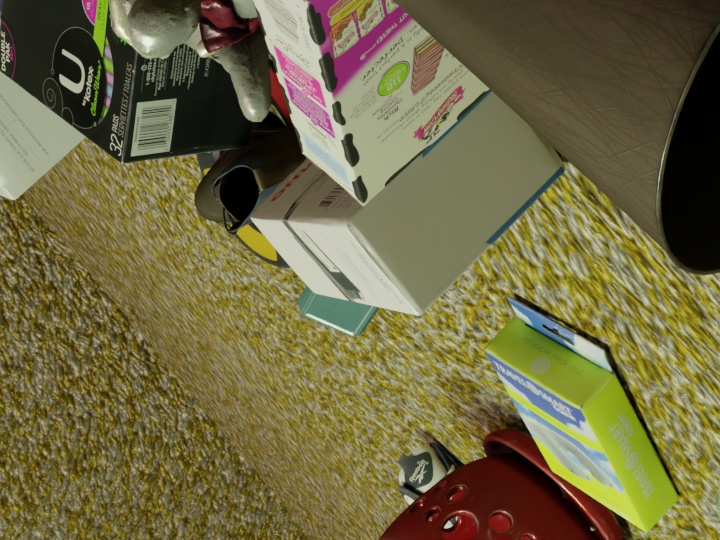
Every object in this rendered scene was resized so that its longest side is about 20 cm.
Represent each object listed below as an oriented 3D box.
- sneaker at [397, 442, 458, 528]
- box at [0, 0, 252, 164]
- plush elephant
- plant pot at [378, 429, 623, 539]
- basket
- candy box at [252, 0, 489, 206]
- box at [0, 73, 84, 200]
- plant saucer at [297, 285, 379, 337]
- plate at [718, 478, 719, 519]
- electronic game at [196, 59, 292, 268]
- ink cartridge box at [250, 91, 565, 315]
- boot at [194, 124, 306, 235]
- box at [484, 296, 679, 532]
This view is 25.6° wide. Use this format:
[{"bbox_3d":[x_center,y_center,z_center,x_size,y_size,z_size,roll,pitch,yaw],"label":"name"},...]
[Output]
[{"bbox_3d":[0.099,0.261,1.849,0.129,0.080,0.199,39,176,-4],"label":"sneaker"},{"bbox_3d":[-0.180,-0.193,1.235,0.200,0.124,0.150,36,124,40],"label":"box"},{"bbox_3d":[-0.082,-0.178,1.055,0.155,0.163,0.201,93,162,-53],"label":"plush elephant"},{"bbox_3d":[0.145,0.272,1.538,0.200,0.182,0.201,44,166,14],"label":"plant pot"},{"bbox_3d":[0.109,-0.119,0.709,0.200,0.136,0.181,42,162,34],"label":"basket"},{"bbox_3d":[0.016,-0.145,0.890,0.061,0.136,0.200,41,164,27],"label":"candy box"},{"bbox_3d":[-0.383,-0.218,1.721,0.199,0.200,0.130,53,164,-24],"label":"box"},{"bbox_3d":[0.000,0.000,1.384,0.069,0.019,0.200,24,146,-6],"label":"plant saucer"},{"bbox_3d":[0.309,0.199,1.052,0.200,0.025,0.201,37,142,37],"label":"plate"},{"bbox_3d":[-0.085,-0.099,1.360,0.199,0.041,0.202,32,132,43],"label":"electronic game"},{"bbox_3d":[0.026,-0.053,1.087,0.084,0.145,0.200,50,166,-17],"label":"ink cartridge box"},{"bbox_3d":[-0.099,-0.071,1.281,0.199,0.097,0.075,-22,93,49],"label":"boot"},{"bbox_3d":[0.180,0.120,1.308,0.122,0.048,0.201,30,159,47],"label":"box"}]
